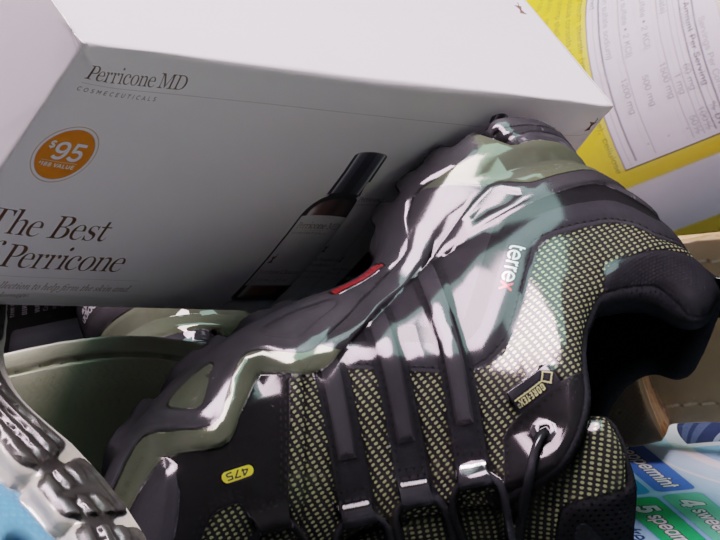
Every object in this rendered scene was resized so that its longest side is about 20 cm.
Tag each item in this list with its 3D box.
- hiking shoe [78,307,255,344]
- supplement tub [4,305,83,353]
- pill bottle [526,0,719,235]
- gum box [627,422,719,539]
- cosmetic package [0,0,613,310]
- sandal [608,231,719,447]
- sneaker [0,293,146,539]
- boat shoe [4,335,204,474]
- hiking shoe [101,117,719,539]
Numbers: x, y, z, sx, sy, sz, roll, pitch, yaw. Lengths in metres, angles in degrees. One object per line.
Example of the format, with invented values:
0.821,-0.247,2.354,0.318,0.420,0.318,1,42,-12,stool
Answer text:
0.000,0.000,0.835,0.200,0.076,0.101,1,56,-41,hiking shoe
-0.176,0.007,0.818,0.200,0.123,0.122,-12,20,-43,supplement tub
0.121,-0.057,0.909,0.200,0.112,0.112,-21,2,29,pill bottle
0.138,0.076,0.749,0.199,0.045,0.170,-4,16,-18,gum box
-0.028,-0.033,0.693,0.200,0.083,0.051,1,42,-50,cosmetic package
0.132,0.012,0.751,0.211,0.078,0.070,2,20,18,sandal
-0.123,0.045,0.648,0.078,0.090,0.200,8,37,-38,sneaker
-0.088,0.062,0.732,0.199,0.075,0.066,-4,-14,-9,boat shoe
0.013,0.049,0.664,0.101,0.076,0.200,31,66,31,hiking shoe
